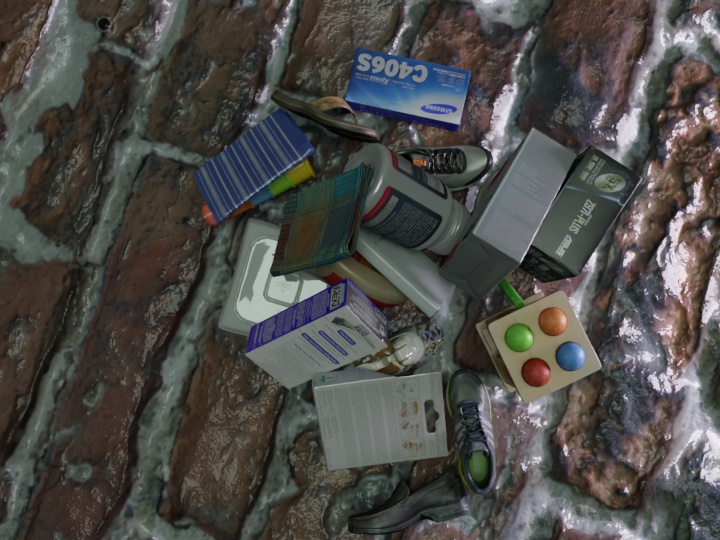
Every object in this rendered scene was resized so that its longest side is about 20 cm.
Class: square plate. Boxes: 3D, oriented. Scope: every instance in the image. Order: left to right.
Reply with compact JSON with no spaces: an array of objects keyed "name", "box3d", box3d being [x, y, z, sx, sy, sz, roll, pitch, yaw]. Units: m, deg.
[{"name":"square plate","box3d":[-0.126,0.029,1.005,0.198,0.028,0.200,16,86,5]}]

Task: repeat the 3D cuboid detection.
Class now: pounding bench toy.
[{"name":"pounding bench toy","box3d":[0.251,0.080,0.913,0.123,0.156,0.201,-26,84,1]}]

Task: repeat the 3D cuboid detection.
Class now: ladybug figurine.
[{"name":"ladybug figurine","box3d":[0.000,0.000,0.950,0.199,0.136,0.072,30,119,-18]}]

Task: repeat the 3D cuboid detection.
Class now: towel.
[{"name":"towel","box3d":[-0.180,-0.178,0.994,0.199,0.024,0.145,-37,51,2]},{"name":"towel","box3d":[-0.065,-0.071,0.886,0.022,0.199,0.148,26,66,-35]}]

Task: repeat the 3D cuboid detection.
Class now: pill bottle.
[{"name":"pill bottle","box3d":[0.073,-0.100,0.921,0.199,0.119,0.120,25,87,-32]}]

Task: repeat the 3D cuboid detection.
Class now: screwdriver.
[{"name":"screwdriver","box3d":[-0.058,0.022,0.976,0.199,0.028,0.029,23,114,-11]}]

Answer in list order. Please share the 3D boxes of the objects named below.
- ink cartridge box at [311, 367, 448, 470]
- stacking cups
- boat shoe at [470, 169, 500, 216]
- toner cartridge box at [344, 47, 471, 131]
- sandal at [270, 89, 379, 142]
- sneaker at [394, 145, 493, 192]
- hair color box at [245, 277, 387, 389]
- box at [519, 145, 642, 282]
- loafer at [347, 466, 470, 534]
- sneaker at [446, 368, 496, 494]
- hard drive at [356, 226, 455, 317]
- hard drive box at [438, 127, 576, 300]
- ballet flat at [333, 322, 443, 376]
[{"name":"ink cartridge box","box3d":[0.032,0.230,0.941,0.198,0.050,0.162,-8,111,-1]},{"name":"stacking cups","box3d":[-0.173,-0.134,1.008,0.199,0.061,0.061,-31,84,4]},{"name":"boat shoe","box3d":[0.211,-0.079,0.976,0.074,0.062,0.201,24,72,0]},{"name":"toner cartridge box","box3d":[0.080,-0.308,1.010,0.198,0.043,0.096,13,88,4]},{"name":"sandal","box3d":[-0.056,-0.270,1.000,0.199,0.082,0.055,26,96,12]},{"name":"sneaker","box3d":[0.121,-0.170,0.980,0.198,0.079,0.075,-6,83,2]},{"name":"hair color box","box3d":[-0.068,0.102,0.920,0.199,0.065,0.109,-25,127,25]},{"name":"box","box3d":[0.311,-0.075,0.899,0.086,0.200,0.164,34,88,5]},{"name":"loafer","box3d":[0.073,0.372,0.951,0.198,0.073,0.073,-12,76,-7]},{"name":"sneaker","box3d":[0.183,0.257,0.942,0.073,0.081,0.202,-11,85,2]},{"name":"hard drive","box3d":[0.061,-0.021,0.949,0.200,0.132,0.027,42,117,6]},{"name":"hard drive box","box3d":[0.209,-0.077,0.856,0.076,0.156,0.201,32,66,3]},{"name":"ballet flat","box3d":[0.048,0.146,0.966,0.199,0.072,0.073,-25,85,1]}]
